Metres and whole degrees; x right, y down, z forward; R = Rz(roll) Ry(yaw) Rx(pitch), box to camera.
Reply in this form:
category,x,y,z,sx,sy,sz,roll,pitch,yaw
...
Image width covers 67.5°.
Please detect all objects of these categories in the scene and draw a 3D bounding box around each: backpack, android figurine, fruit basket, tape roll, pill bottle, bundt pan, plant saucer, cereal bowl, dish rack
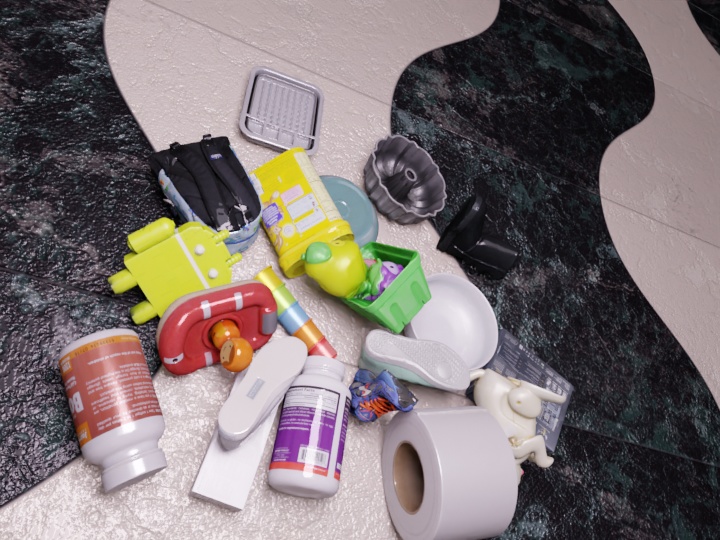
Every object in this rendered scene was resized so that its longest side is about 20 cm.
category,x,y,z,sx,sy,sz,roll,pitch,yaw
backpack,-0.255,-0.123,0.955,0.162,0.156,0.200,-27,57,-36
android figurine,-0.288,0.004,0.861,0.197,0.041,0.185,-27,118,-10
fruit basket,0.000,0.000,0.944,0.155,0.216,0.216,-43,87,-14
tape roll,0.135,0.324,0.864,0.136,0.203,0.207,3,64,-22
pill bottle,-0.075,0.246,0.858,0.110,0.113,0.203,18,58,-15
bundt pan,0.087,-0.187,1.164,0.199,0.076,0.206,18,56,-29
plant saucer,-0.045,-0.118,1.104,0.196,0.036,0.204,11,62,-20
pill bottle,-0.342,0.195,0.758,0.110,0.112,0.203,-15,72,-30
cereal bowl,0.166,0.111,1.058,0.196,0.083,0.204,11,61,-20
dish rack,-0.167,-0.331,1.150,0.168,0.044,0.204,14,60,-17

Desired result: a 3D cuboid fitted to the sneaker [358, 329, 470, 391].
category,x,y,z,sx,sy,sz,roll,pitch,yaw
sneaker,0.091,0.172,0.964,0.197,0.119,0.075,21,58,-2

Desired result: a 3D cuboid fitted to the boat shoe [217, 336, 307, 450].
category,x,y,z,sx,sy,sz,roll,pitch,yaw
boat shoe,-0.146,0.185,0.821,0.071,0.069,0.201,25,44,4

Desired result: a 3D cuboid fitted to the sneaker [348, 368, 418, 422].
category,x,y,z,sx,sy,sz,roll,pitch,yaw
sneaker,0.029,0.214,0.882,0.075,0.200,0.079,40,70,-9

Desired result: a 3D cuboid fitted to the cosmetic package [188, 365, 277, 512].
category,x,y,z,sx,sy,sz,roll,pitch,yaw
cosmetic package,-0.187,0.255,0.837,0.081,0.051,0.203,26,57,-13

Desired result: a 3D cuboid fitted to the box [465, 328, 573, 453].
category,x,y,z,sx,sy,sz,roll,pitch,yaw
box,0.323,0.242,1.085,0.199,0.051,0.159,38,56,-4

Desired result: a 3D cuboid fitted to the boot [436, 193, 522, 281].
category,x,y,z,sx,sy,sz,roll,pitch,yaw
boot,0.263,-0.062,1.129,0.160,0.199,0.074,27,59,-2

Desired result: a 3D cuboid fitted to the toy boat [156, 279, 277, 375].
category,x,y,z,sx,sy,sz,roll,pitch,yaw
toy boat,-0.210,0.106,0.839,0.197,0.133,0.131,-15,40,-29

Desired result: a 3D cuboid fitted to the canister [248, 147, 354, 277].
category,x,y,z,sx,sy,sz,roll,pitch,yaw
canister,-0.119,-0.112,1.013,0.147,0.087,0.202,-29,75,-1

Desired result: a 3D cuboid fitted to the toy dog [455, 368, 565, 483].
category,x,y,z,sx,sy,sz,roll,pitch,yaw
toy dog,0.249,0.289,0.948,0.190,0.140,0.204,19,84,-6

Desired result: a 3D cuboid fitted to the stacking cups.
category,x,y,z,sx,sy,sz,roll,pitch,yaw
stacking cups,-0.116,0.084,0.959,0.201,0.060,0.060,48,55,-1
